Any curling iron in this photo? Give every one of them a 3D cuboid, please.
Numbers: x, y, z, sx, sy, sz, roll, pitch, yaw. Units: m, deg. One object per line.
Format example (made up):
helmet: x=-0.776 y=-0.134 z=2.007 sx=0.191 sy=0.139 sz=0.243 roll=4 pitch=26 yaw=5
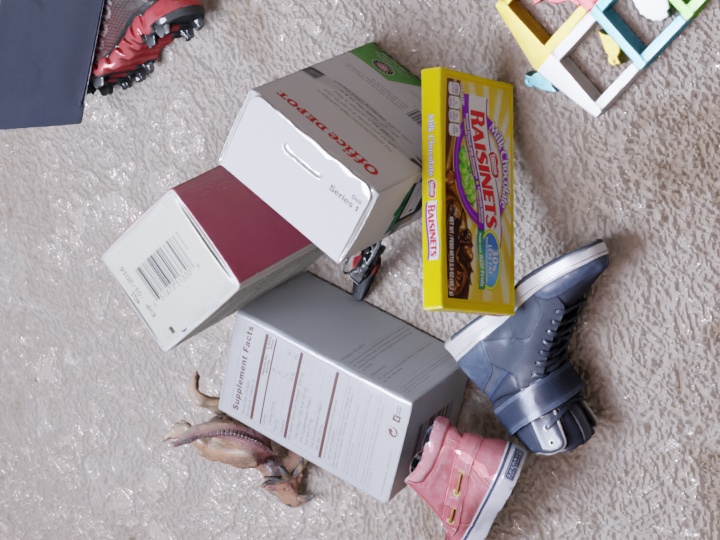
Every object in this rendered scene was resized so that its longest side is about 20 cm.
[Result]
curling iron: x=0.000 y=0.000 z=1.688 sx=0.025 sy=0.050 sz=0.200 roll=37 pitch=170 yaw=4

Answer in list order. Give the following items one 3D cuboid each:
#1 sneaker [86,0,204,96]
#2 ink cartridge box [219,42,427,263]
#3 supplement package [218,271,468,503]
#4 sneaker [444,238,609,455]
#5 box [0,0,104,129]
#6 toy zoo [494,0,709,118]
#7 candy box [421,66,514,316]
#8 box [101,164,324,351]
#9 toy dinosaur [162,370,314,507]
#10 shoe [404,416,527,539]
sneaker: x=-0.228 y=-0.237 z=1.798 sx=0.200 sy=0.071 sz=0.099 roll=-32 pitch=79 yaw=45
ink cartridge box: x=-0.004 y=-0.105 z=1.608 sx=0.146 sy=0.200 sz=0.085 roll=40 pitch=124 yaw=16
supplement package: x=-0.016 y=0.107 z=1.760 sx=0.199 sy=0.117 sz=0.118 roll=27 pitch=123 yaw=24
sneaker: x=0.177 y=0.073 z=1.629 sx=0.147 sy=0.077 sz=0.202 roll=57 pitch=136 yaw=11
box: x=-0.340 y=-0.269 z=1.789 sx=0.200 sy=0.117 sz=0.198 roll=46 pitch=131 yaw=40
toy zoo: x=0.195 y=-0.218 z=1.535 sx=0.131 sy=0.020 sz=0.200 roll=49 pitch=128 yaw=8
candy box: x=0.092 y=-0.065 z=1.575 sx=0.026 sy=0.102 sz=0.202 roll=-5 pitch=83 yaw=40
box: x=-0.116 y=-0.031 z=1.719 sx=0.128 sy=0.200 sz=0.109 roll=-39 pitch=85 yaw=39
toy dinosaur: x=-0.110 y=0.169 z=1.837 sx=0.135 sy=0.200 sz=0.086 roll=32 pitch=90 yaw=18
shoe: x=0.086 y=0.198 z=1.716 sx=0.090 sy=0.072 sz=0.200 roll=24 pitch=150 yaw=4
